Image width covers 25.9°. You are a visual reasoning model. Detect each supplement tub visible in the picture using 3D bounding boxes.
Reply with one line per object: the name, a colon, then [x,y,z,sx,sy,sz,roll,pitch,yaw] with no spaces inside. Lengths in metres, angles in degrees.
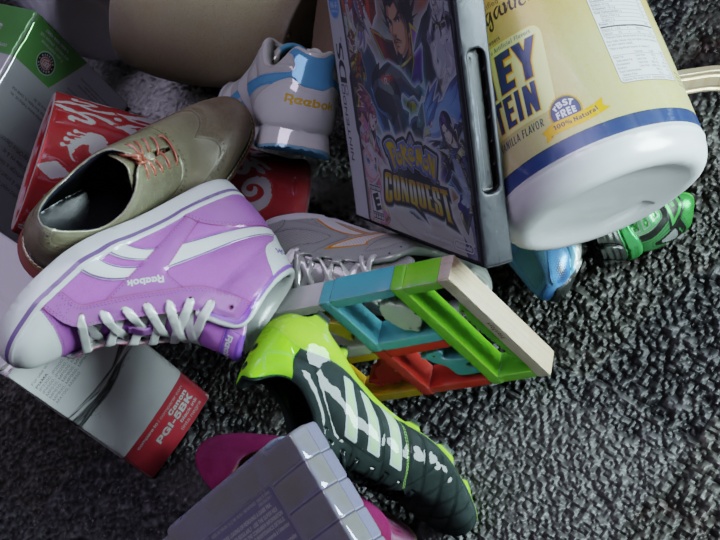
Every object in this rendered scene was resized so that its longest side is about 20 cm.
supplement tub: [0.126,-0.131,1.018,0.143,0.144,0.202,-24,73,13]

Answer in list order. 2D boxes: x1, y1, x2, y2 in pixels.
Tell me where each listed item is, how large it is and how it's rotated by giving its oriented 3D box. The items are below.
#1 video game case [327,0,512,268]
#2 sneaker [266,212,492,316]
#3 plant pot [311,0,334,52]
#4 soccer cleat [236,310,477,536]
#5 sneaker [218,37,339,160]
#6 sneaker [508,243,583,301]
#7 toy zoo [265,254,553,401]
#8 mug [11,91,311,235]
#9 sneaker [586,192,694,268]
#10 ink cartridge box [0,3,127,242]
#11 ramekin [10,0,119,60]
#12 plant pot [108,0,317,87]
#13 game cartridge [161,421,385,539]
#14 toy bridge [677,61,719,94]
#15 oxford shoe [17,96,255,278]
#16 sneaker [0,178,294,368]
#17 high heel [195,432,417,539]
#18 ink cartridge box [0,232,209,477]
video game case: [0.034,-0.109,1.031,0.025,0.183,0.200,-14,16,-21]
sneaker: [0.000,0.000,1.101,0.197,0.092,0.077,0,96,-10]
plant pot: [0.042,-0.223,1.222,0.199,0.199,0.176,24,95,35]
soccer cleat: [-0.003,0.117,1.046,0.081,0.200,0.067,-50,13,-33]
sneaker: [-0.060,-0.134,1.201,0.200,0.076,0.082,-155,75,-68]
sneaker: [0.079,-0.052,1.121,0.089,0.079,0.201,-25,66,-31]
toy zoo: [0.017,0.047,1.082,0.198,0.131,0.021,-12,51,37]
mug: [-0.159,-0.042,1.193,0.177,0.198,0.135,139,145,-60]
sneaker: [0.186,-0.094,1.136,0.084,0.078,0.202,-14,58,2]
ink cartridge box: [-0.309,-0.105,1.345,0.084,0.146,0.201,17,71,34]
ramekin: [-0.217,-0.282,1.370,0.200,0.201,0.098,-42,60,0]
plant pot: [-0.095,-0.233,1.294,0.133,0.201,0.202,28,77,15]
game cartridge: [-0.057,0.194,1.026,0.200,0.038,0.131,-42,71,43]
toy bridge: [0.181,-0.155,1.121,0.197,0.027,0.068,12,46,-2]
oxford shoe: [-0.145,-0.064,1.072,0.070,0.075,0.200,46,64,6]
sneaker: [-0.135,0.027,1.030,0.199,0.073,0.115,-32,67,-18]
high heel: [-0.057,0.155,1.093,0.198,0.096,0.068,16,86,33]
ink cartridge box: [-0.227,0.056,1.177,0.146,0.200,0.083,30,79,36]
